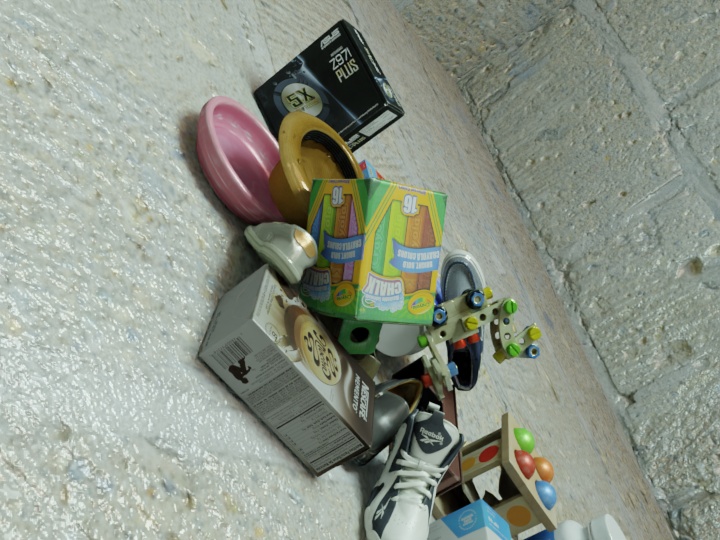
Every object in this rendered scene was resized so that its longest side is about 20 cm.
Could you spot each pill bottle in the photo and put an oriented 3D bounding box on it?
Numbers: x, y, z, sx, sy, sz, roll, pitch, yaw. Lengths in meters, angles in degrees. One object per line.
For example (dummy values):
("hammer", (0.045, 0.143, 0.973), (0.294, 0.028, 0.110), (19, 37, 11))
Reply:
("pill bottle", (0.077, 0.068, 1.182), (0.113, 0.111, 0.200), (58, 20, -1))
("pill bottle", (0.270, 0.414, 1.026), (0.112, 0.198, 0.113), (47, 22, -27))

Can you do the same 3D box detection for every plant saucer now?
("plant saucer", (-0.154, -0.137, 1.013), (0.201, 0.050, 0.202), (49, 21, -27))

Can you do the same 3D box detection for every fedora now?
("fedora", (-0.065, -0.114, 1.001), (0.200, 0.081, 0.204), (40, 35, -36))

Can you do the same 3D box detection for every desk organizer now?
("desk organizer", (0.090, 0.220, 1.063), (0.077, 0.071, 0.201), (47, 23, -22))

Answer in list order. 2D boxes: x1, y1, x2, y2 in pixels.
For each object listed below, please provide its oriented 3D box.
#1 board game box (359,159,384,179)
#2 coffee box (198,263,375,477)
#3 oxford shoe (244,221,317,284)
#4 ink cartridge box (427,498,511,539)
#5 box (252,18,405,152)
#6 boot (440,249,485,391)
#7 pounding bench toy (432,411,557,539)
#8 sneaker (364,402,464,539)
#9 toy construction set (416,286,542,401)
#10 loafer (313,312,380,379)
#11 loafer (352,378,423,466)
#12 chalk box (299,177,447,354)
("board game box", (0.059, -0.079, 1.428), (0.195, 0.055, 0.203), (40, 28, -42))
("coffee box", (-0.072, 0.109, 0.816), (0.201, 0.079, 0.114), (50, 21, -22))
("oxford shoe", (-0.094, -0.029, 0.893), (0.075, 0.058, 0.200), (49, -9, -17))
("ink cartridge box", (0.121, 0.379, 0.844), (0.067, 0.115, 0.202), (46, 23, -28))
("box", (-0.053, -0.276, 1.230), (0.166, 0.198, 0.086), (63, 21, 12))
("boot", (0.158, 0.077, 1.136), (0.091, 0.071, 0.204), (-61, 143, -65))
("pounding bench toy", (0.199, 0.291, 1.093), (0.125, 0.154, 0.200), (54, 20, -11))
("sneaker", (0.066, 0.231, 0.866), (0.078, 0.132, 0.199), (22, 27, 8))
("toy construction set", (0.158, 0.099, 1.064), (0.134, 0.197, 0.092), (68, -22, -2))
("loafer", (-0.012, 0.085, 0.997), (0.076, 0.067, 0.202), (42, 19, -38))
("loafer", (0.028, 0.183, 0.962), (0.074, 0.072, 0.200), (58, 21, -4))
("chalk box", (0.011, 0.000, 0.889), (0.123, 0.123, 0.205), (5, 91, -38))
